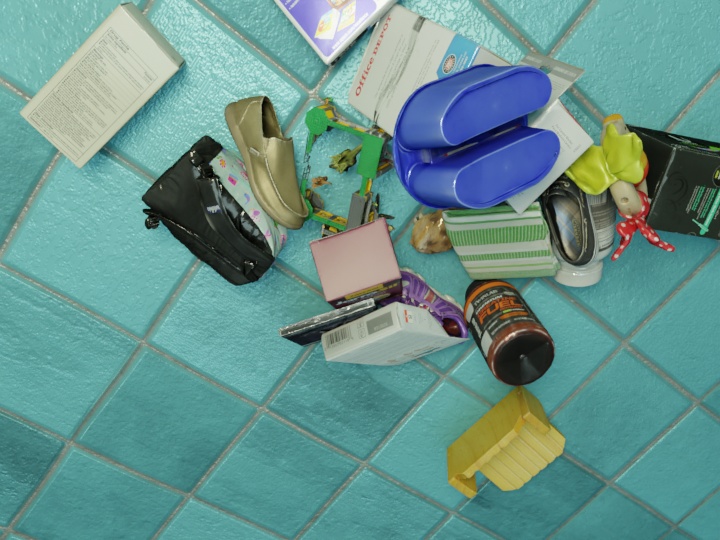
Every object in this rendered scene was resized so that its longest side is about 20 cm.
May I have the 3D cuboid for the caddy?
[{"bbox_3d":[0.128,-0.150,0.705,0.197,0.104,0.144,-25,113,-23],"label":"caddy"}]

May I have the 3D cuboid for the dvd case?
[{"bbox_3d":[-0.040,0.085,0.992,0.146,0.200,0.016,-18,78,1],"label":"dvd case"}]

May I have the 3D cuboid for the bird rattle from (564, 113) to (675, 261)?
[{"bbox_3d":[0.368,-0.124,0.855,0.112,0.165,0.200,-23,123,43],"label":"bird rattle"}]

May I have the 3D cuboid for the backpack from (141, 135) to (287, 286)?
[{"bbox_3d":[-0.193,-0.081,0.902,0.165,0.128,0.200,-27,116,38],"label":"backpack"}]

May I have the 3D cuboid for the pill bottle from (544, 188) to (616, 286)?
[{"bbox_3d":[0.348,-0.082,0.994,0.108,0.111,0.204,-8,117,-4],"label":"pill bottle"}]

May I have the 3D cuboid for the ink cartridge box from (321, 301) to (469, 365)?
[{"bbox_3d":[0.060,0.107,1.011,0.161,0.051,0.198,-26,157,34],"label":"ink cartridge box"}]

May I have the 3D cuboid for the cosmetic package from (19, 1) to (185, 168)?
[{"bbox_3d":[-0.341,-0.247,0.837,0.199,0.071,0.105,-38,115,11],"label":"cosmetic package"}]

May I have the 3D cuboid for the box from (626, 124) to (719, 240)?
[{"bbox_3d":[0.508,-0.134,0.970,0.195,0.149,0.127,7,115,-12],"label":"box"}]

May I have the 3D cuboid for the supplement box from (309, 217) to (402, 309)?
[{"bbox_3d":[0.000,0.000,0.916,0.108,0.200,0.087,-17,81,2],"label":"supplement box"}]

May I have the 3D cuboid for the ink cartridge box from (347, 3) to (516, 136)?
[{"bbox_3d":[0.085,-0.243,0.822,0.083,0.200,0.147,7,118,-40],"label":"ink cartridge box"}]

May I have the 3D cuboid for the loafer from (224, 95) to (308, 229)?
[{"bbox_3d":[-0.123,-0.154,0.872,0.067,0.076,0.203,-27,91,25],"label":"loafer"}]

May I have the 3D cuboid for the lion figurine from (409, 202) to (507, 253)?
[{"bbox_3d":[0.181,-0.073,0.999,0.196,0.073,0.124,6,128,-17],"label":"lion figurine"}]

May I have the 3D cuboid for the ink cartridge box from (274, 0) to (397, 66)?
[{"bbox_3d":[-0.033,-0.410,0.804,0.197,0.043,0.201,-40,95,11],"label":"ink cartridge box"}]

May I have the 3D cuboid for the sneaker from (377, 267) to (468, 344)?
[{"bbox_3d":[0.104,0.061,1.046,0.197,0.084,0.082,24,111,-18],"label":"sneaker"}]

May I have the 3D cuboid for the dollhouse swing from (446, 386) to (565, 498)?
[{"bbox_3d":[0.291,0.357,1.179,0.176,0.182,0.200,45,103,-4],"label":"dollhouse swing"}]

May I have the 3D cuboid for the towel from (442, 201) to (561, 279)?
[{"bbox_3d":[0.215,-0.039,0.945,0.149,0.024,0.200,-4,153,24],"label":"towel"}]

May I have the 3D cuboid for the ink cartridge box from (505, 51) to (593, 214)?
[{"bbox_3d":[0.227,-0.198,0.869,0.084,0.201,0.176,39,106,-22],"label":"ink cartridge box"}]

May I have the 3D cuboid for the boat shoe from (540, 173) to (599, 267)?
[{"bbox_3d":[0.286,-0.103,0.892,0.069,0.066,0.205,-13,86,36],"label":"boat shoe"}]

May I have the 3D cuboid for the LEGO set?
[{"bbox_3d":[-0.015,-0.151,0.931,0.151,0.116,0.204,13,113,19],"label":"LEGO set"}]

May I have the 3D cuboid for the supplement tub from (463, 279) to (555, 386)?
[{"bbox_3d":[0.228,0.087,1.010,0.104,0.201,0.109,-4,117,-7],"label":"supplement tub"}]
